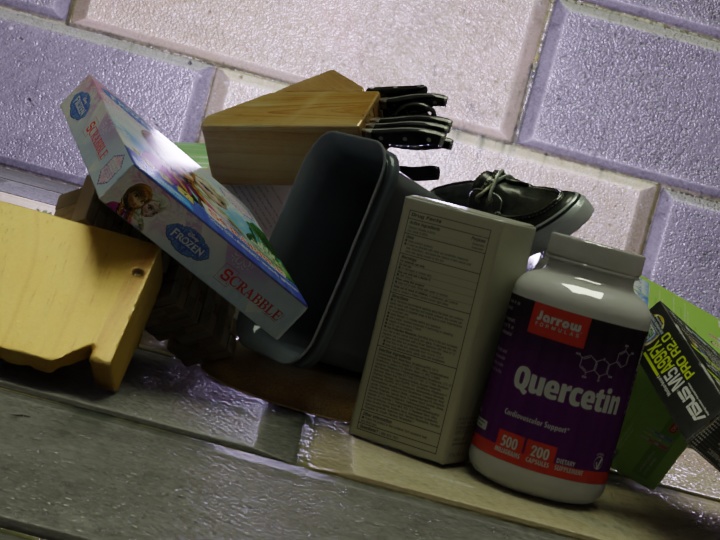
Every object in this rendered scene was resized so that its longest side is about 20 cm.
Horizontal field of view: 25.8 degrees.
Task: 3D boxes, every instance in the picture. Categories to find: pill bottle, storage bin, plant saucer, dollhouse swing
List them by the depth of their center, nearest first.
[{"bbox_3d":[-0.273,0.046,1.235,0.199,0.176,0.182,15,45,1],"label":"dollhouse swing"},{"bbox_3d":[0.161,0.075,1.241,0.112,0.201,0.112,14,4,-1],"label":"pill bottle"},{"bbox_3d":[0.000,0.000,1.360,0.134,0.200,0.145,25,-3,-34],"label":"storage bin"},{"bbox_3d":[-0.042,0.095,1.403,0.200,0.036,0.200,15,4,-1],"label":"plant saucer"}]

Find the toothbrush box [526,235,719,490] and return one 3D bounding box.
[{"bbox_3d":[0.214,0.077,1.391,0.200,0.146,0.086,28,26,-3],"label":"toothbrush box"}]

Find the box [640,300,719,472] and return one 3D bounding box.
[{"bbox_3d":[0.309,0.130,1.257,0.200,0.044,0.160,39,17,-27],"label":"box"}]

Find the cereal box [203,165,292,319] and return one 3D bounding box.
[{"bbox_3d":[-0.111,-0.033,1.482,0.200,0.144,0.040,-32,-1,-22],"label":"cereal box"}]

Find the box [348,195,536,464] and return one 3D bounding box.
[{"bbox_3d":[0.067,0.047,1.274,0.095,0.201,0.078,17,5,27],"label":"box"}]

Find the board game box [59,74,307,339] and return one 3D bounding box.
[{"bbox_3d":[-0.148,-0.055,1.292,0.200,0.041,0.200,41,7,-33],"label":"board game box"}]

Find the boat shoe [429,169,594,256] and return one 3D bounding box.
[{"bbox_3d":[0.119,-0.052,1.383,0.200,0.072,0.071,-8,-61,55],"label":"boat shoe"}]

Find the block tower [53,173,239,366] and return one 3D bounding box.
[{"bbox_3d":[-0.181,0.002,1.322,0.058,0.054,0.200,-15,-44,28],"label":"block tower"}]

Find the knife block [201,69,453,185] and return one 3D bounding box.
[{"bbox_3d":[-0.020,-0.113,1.417,0.200,0.064,0.176,-23,33,-21],"label":"knife block"}]

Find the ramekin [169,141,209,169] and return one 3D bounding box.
[{"bbox_3d":[-0.189,-0.037,1.584,0.097,0.201,0.200,6,7,-19],"label":"ramekin"}]

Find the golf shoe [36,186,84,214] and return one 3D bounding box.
[{"bbox_3d":[-0.247,-0.013,1.393,0.078,0.097,0.200,19,-24,-36],"label":"golf shoe"}]
